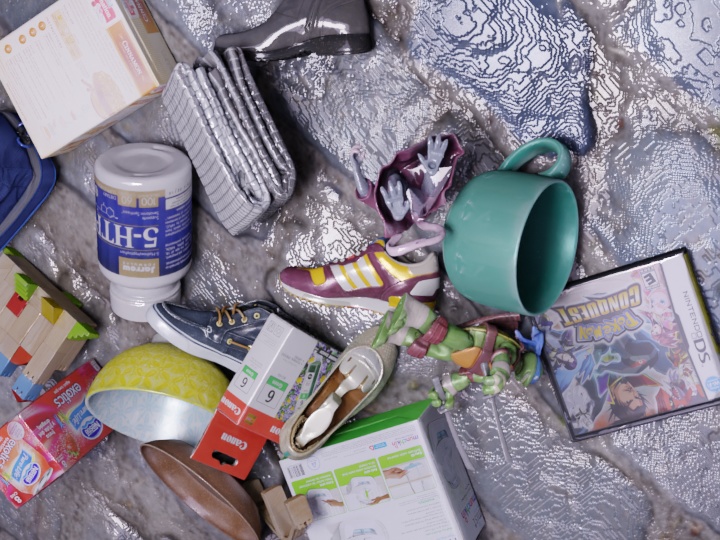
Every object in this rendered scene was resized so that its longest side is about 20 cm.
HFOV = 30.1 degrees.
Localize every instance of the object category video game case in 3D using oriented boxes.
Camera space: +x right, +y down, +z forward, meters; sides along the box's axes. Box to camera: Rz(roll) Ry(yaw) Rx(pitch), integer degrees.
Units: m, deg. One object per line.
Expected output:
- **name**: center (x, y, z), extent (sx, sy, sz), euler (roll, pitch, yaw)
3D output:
- **video game case**: center (0.308, 0.088, 1.546), extent (0.198, 0.025, 0.183), euler (-18, 96, 23)

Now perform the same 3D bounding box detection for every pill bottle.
- **pill bottle**: center (-0.268, -0.045, 1.666), extent (0.118, 0.120, 0.202), euler (12, 119, 17)

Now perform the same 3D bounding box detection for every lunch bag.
- **lunch bag**: center (-0.489, -0.119, 1.731), extent (0.200, 0.132, 0.137), euler (-42, 70, 24)

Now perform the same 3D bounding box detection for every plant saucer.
- **plant saucer**: center (-0.197, 0.278, 1.719), extent (0.199, 0.037, 0.201), euler (34, 156, 17)

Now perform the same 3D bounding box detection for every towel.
- **towel**: center (-0.153, -0.154, 1.582), extent (0.085, 0.165, 0.202), euler (-26, 90, -16)

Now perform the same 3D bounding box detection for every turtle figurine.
- **turtle figurine**: center (0.105, 0.124, 1.527), extent (0.192, 0.144, 0.202), euler (27, 98, -7)

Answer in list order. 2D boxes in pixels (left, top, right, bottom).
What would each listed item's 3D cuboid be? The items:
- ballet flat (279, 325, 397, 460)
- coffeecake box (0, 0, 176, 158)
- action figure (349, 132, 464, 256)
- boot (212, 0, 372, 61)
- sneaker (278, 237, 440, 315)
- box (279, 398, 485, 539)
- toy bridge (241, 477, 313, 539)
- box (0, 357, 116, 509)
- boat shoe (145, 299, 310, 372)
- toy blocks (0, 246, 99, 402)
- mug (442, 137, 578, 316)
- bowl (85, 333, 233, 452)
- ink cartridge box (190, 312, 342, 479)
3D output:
- **ballet flat**: center (-0.020, 0.150, 1.612), extent (0.067, 0.062, 0.201), euler (39, 81, -2)
- **coffeecake box**: center (-0.344, -0.256, 1.673), extent (0.199, 0.073, 0.155), euler (-27, 93, 24)
- **action figure**: center (0.065, -0.085, 1.512), extent (0.132, 0.200, 0.151), euler (-12, 82, -7)
- **boot**: center (-0.081, -0.316, 1.575), extent (0.197, 0.070, 0.133), euler (-3, 99, 9)
- **sneaker**: center (0.000, 0.000, 1.617), extent (0.197, 0.075, 0.091), euler (10, 100, 10)
- **box**: center (0.028, 0.276, 1.655), extent (0.198, 0.097, 0.178), euler (-20, 96, 23)
- **toy bridge**: center (-0.101, 0.304, 1.680), extent (0.027, 0.200, 0.068), euler (-25, 97, -21)
- **box**: center (-0.393, 0.207, 1.733), extent (0.099, 0.200, 0.096), euler (-37, 94, 24)
- **boat shoe**: center (-0.162, 0.067, 1.665), extent (0.199, 0.071, 0.091), euler (27, 106, -20)
- **toy blocks**: center (-0.445, 0.079, 1.761), extent (0.200, 0.100, 0.137), euler (39, 97, 21)
- **mug**: center (0.168, -0.045, 1.508), extent (0.113, 0.185, 0.153), euler (12, 135, 33)
- **bowl**: center (-0.239, 0.144, 1.702), extent (0.198, 0.201, 0.109), euler (3, 61, 19)
- **ink cartridge box**: center (-0.112, 0.164, 1.628), extent (0.050, 0.109, 0.201), euler (28, 87, 43)
